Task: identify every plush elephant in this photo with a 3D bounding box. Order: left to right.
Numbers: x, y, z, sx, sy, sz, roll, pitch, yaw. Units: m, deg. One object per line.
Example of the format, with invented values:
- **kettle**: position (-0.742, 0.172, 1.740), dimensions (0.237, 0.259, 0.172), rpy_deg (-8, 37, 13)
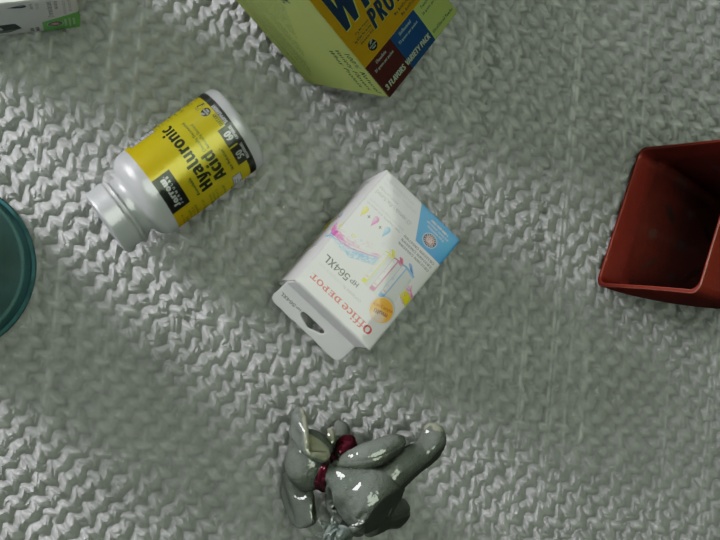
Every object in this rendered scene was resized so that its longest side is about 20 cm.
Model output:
- **plush elephant**: position (-0.023, 0.242, 1.261), dimensions (0.154, 0.166, 0.199), rpy_deg (40, 39, 26)

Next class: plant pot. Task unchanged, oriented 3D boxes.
- **plant pot**: position (-0.461, -0.008, 1.130), dimensions (0.196, 0.196, 0.204), rpy_deg (1, 87, -14)
- **plant pot**: position (0.463, -0.039, 1.364), dimensions (0.174, 0.199, 0.203), rpy_deg (23, 83, -23)

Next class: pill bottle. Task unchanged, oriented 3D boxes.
- **pill bottle**: position (-0.222, -0.115, 1.234), dimensions (0.199, 0.111, 0.112), rpy_deg (-39, 97, -11)

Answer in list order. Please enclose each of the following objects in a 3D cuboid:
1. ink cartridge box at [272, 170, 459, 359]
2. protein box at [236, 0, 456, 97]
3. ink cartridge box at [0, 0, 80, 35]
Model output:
- **ink cartridge box**: position (0.000, 0.000, 1.276), dimensions (0.128, 0.125, 0.201), rpy_deg (42, 79, -9)
- **protein box**: position (-0.034, -0.327, 1.211), dimensions (0.136, 0.199, 0.199), rpy_deg (-51, 123, -10)
- **ink cartridge box**: position (-0.424, -0.321, 1.175), dimensions (0.196, 0.145, 0.086), rpy_deg (-10, 92, -13)
